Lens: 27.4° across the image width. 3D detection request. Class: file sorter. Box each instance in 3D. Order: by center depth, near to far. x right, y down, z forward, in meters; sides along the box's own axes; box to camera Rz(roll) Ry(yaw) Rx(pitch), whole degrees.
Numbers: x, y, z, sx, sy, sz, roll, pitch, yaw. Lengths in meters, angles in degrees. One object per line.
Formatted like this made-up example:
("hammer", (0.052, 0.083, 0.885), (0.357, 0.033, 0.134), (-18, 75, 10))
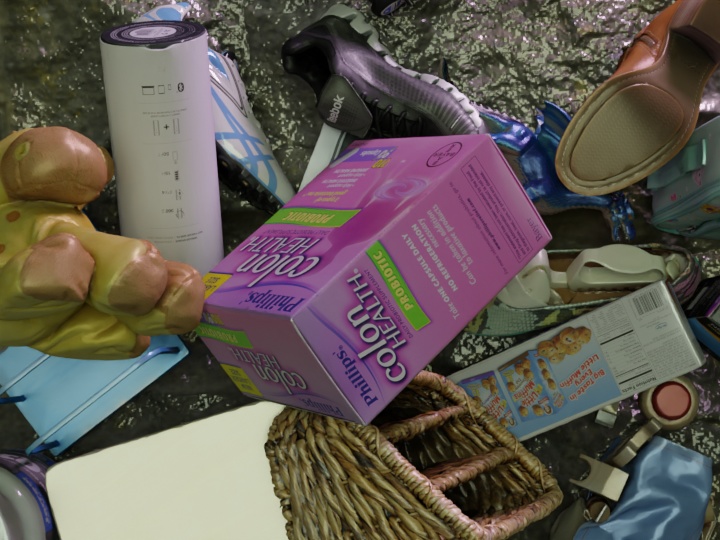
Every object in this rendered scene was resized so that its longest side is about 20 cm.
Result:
("file sorter", (-0.254, 0.027, 1.155), (0.139, 0.123, 0.200), (-38, 86, -1))

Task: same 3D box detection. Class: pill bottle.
("pill bottle", (-0.282, 0.196, 1.107), (0.114, 0.200, 0.114), (0, 87, 1))

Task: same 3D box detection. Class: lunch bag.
("lunch bag", (0.305, -0.066, 1.105), (0.160, 0.200, 0.077), (0, 82, -6))

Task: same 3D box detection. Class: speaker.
("speaker", (-0.149, -0.084, 1.128), (0.081, 0.081, 0.200), (-2, 113, 2))

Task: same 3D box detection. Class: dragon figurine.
("dragon figurine", (0.142, -0.098, 1.180), (0.099, 0.059, 0.200), (-31, 91, -2))

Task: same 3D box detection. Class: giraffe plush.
("giraffe plush", (-0.218, -0.029, 1.040), (0.200, 0.173, 0.162), (-15, 68, 26))

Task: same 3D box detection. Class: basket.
("basket", (0.043, 0.135, 1.086), (0.149, 0.200, 0.143), (-19, 83, 26))

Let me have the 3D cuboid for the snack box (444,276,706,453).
("snack box", (0.162, 0.078, 1.149), (0.200, 0.024, 0.072), (-26, 87, 24))

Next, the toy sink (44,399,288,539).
("toy sink", (-0.126, 0.183, 1.148), (0.200, 0.112, 0.131), (-18, 87, -4))

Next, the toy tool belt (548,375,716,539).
("toy tool belt", (0.220, 0.172, 1.132), (0.125, 0.123, 0.200), (21, 87, 2))

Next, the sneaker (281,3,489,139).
("sneaker", (0.013, -0.129, 1.148), (0.090, 0.067, 0.200), (-29, 61, -37))

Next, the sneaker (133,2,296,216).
("sneaker", (-0.109, -0.129, 1.187), (0.072, 0.072, 0.200), (-37, 92, -16))

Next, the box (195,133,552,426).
("box", (0.000, 0.000, 1.055), (0.200, 0.176, 0.097), (-44, 114, -22))

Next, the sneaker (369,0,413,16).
("sneaker", (0.044, -0.238, 1.177), (0.200, 0.079, 0.089), (8, 72, 10))

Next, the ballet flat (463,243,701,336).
("ballet flat", (0.167, 0.005, 1.161), (0.200, 0.071, 0.069), (-7, 61, 6))

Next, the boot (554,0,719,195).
("boot", (0.207, -0.133, 1.131), (0.077, 0.155, 0.200), (37, 85, -6))

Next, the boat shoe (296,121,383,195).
("boat shoe", (-0.024, -0.025, 1.180), (0.068, 0.072, 0.200), (18, 80, 4))

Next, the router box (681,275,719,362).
("router box", (0.340, 0.079, 1.121), (0.200, 0.149, 0.051), (37, 88, 4))
